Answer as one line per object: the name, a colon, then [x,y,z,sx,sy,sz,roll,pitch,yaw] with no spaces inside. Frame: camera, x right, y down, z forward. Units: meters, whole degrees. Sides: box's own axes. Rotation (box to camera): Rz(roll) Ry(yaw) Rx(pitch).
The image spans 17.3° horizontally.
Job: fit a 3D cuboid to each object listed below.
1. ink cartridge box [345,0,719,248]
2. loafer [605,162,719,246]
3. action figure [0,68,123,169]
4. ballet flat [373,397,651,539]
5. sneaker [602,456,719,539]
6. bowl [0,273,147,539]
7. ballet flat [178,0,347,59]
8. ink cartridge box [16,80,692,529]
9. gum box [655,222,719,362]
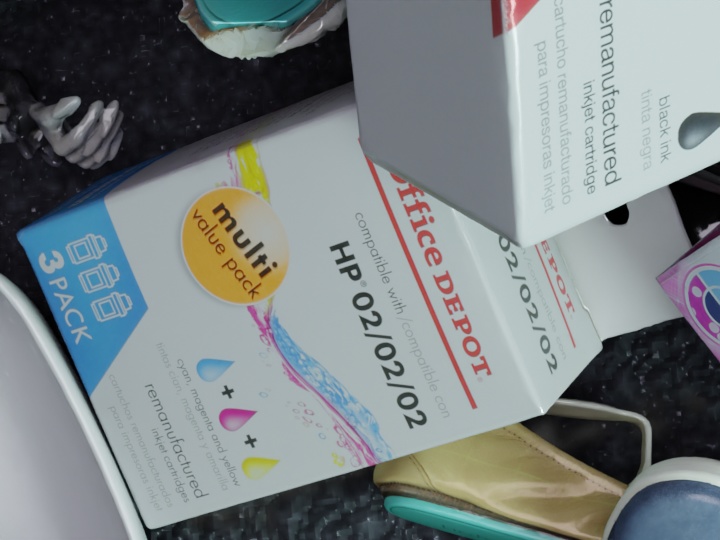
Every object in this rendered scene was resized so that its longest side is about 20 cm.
ink cartridge box: [0.097,-0.115,0.690,0.200,0.084,0.145,-24,125,-27]
loafer: [0.089,-0.018,0.824,0.199,0.063,0.072,10,91,5]
action figure: [-0.124,-0.100,0.819,0.200,0.119,0.102,-36,42,-3]
ballet flat: [0.105,0.085,0.822,0.200,0.069,0.063,21,75,3]
sneaker: [0.105,0.161,0.769,0.075,0.085,0.201,6,117,18]
bowl: [-0.169,0.113,0.837,0.199,0.075,0.200,-23,86,4]
ballet flat: [-0.006,-0.142,0.804,0.072,0.072,0.200,16,63,5]
ink cartridge box: [0.000,0.000,0.781,0.200,0.068,0.115,-19,100,28]
gum box: [0.203,-0.013,0.766,0.200,0.066,0.114,-37,88,-36]
